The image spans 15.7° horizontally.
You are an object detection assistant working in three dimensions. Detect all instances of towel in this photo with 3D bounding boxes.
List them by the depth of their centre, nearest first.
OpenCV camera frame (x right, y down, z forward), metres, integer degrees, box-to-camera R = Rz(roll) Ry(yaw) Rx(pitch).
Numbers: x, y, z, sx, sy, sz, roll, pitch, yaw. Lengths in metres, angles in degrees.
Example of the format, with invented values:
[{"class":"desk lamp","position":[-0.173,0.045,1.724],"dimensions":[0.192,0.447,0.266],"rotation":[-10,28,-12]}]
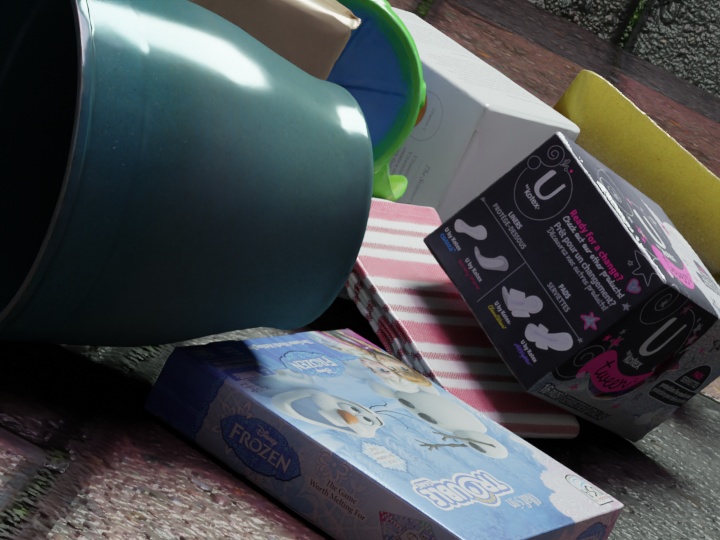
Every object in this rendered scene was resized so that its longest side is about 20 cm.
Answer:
[{"class":"towel","position":[0.047,0.031,1.647],"dimensions":[0.146,0.030,0.200],"rotation":[6,44,-53]}]

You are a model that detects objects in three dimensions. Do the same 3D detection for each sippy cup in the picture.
[{"class":"sippy cup","position":[-0.024,-0.136,1.731],"dimensions":[0.140,0.178,0.130],"rotation":[12,17,0]}]

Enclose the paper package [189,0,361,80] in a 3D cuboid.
[{"class":"paper package","position":[-0.136,-0.118,1.589],"dimensions":[0.200,0.191,0.103],"rotation":[24,9,-21]}]

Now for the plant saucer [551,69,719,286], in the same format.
[{"class":"plant saucer","position":[0.189,-0.023,1.902],"dimensions":[0.200,0.200,0.048],"rotation":[42,57,4]}]

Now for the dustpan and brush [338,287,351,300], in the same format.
[{"class":"dustpan and brush","position":[0.000,0.000,1.730],"dimensions":[0.200,0.057,0.140],"rotation":[29,19,35]}]

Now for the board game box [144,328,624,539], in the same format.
[{"class":"board game box","position":[0.017,0.100,1.387],"dimensions":[0.199,0.043,0.200],"rotation":[33,16,21]}]

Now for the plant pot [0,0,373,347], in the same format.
[{"class":"plant pot","position":[-0.103,-0.050,1.333],"dimensions":[0.188,0.200,0.200],"rotation":[10,20,-30]}]

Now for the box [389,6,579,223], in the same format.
[{"class":"box","position":[0.032,-0.088,1.873],"dimensions":[0.106,0.152,0.200],"rotation":[9,23,-46]}]

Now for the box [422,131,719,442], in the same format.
[{"class":"box","position":[0.153,0.015,1.663],"dimensions":[0.132,0.115,0.200],"rotation":[56,14,25]}]
